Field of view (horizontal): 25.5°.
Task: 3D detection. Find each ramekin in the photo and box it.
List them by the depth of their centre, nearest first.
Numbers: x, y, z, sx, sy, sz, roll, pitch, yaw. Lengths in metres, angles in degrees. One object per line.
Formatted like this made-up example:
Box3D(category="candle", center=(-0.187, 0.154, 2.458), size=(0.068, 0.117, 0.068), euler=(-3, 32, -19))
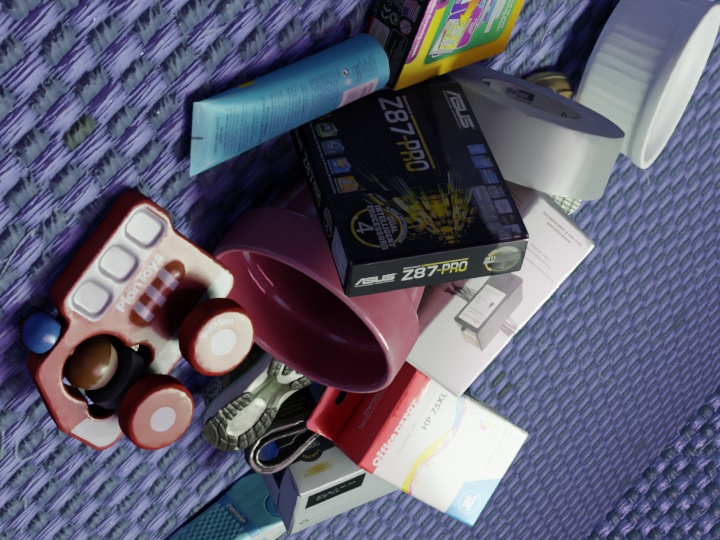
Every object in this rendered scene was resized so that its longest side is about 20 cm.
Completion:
Box3D(category="ramekin", center=(0.323, -0.227, 1.808), size=(0.201, 0.097, 0.201), euler=(-54, 162, -26))

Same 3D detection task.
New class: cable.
Box3D(category="cable", center=(-0.033, 0.137, 1.635), size=(0.200, 0.050, 0.097), euler=(-45, 121, -1))

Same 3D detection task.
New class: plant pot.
Box3D(category="plant pot", center=(-0.014, -0.018, 1.473), size=(0.180, 0.199, 0.201), euler=(-56, 162, -28))

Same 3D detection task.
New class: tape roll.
Box3D(category="tape roll", center=(0.154, -0.138, 1.547), size=(0.200, 0.199, 0.067), euler=(-7, 121, -58))

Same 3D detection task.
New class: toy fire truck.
Box3D(category="toy fire truck", center=(-0.200, 0.047, 1.343), size=(0.200, 0.112, 0.168), euler=(-51, 133, 0))

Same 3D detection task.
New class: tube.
Box3D(category="tube", center=(-0.063, -0.145, 1.356), size=(0.199, 0.050, 0.078), euler=(-28, 139, -33))

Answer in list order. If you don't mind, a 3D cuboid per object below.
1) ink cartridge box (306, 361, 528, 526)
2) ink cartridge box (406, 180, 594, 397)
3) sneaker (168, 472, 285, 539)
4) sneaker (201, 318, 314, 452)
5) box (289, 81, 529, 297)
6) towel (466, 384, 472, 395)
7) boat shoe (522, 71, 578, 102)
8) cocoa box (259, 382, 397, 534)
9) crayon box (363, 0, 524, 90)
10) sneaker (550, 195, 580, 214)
Box3D(category="ink cartridge box", center=(0.057, 0.162, 1.612), size=(0.199, 0.067, 0.117), euler=(31, 92, -29))
Box3D(category="ink cartridge box", center=(0.114, 0.002, 1.551), size=(0.200, 0.084, 0.146), euler=(-49, -158, 9))
Box3D(category="sneaker", center=(-0.140, 0.317, 1.862), size=(0.199, 0.080, 0.131), euler=(-29, 148, -22))
Box3D(category="sneaker", center=(-0.092, 0.084, 1.596), size=(0.200, 0.089, 0.077), euler=(-42, 132, 3))
Box3D(category="box", center=(0.039, -0.074, 1.381), size=(0.160, 0.201, 0.049), euler=(-6, 140, -15))
Box3D(category="towel", center=(0.098, 0.062, 1.764), size=(0.024, 0.200, 0.146), euler=(5, 97, -15))
Box3D(category="boat shoe", center=(0.176, -0.159, 1.735), size=(0.199, 0.063, 0.074), euler=(-30, 149, -40))
Box3D(category="cocoa box", center=(-0.011, 0.173, 1.725), size=(0.198, 0.132, 0.134), euler=(-20, 157, -18))
Box3D(category="crayon box", center=(0.095, -0.275, 1.427), size=(0.172, 0.058, 0.201), euler=(-27, 148, -45))
Box3D(category="sneaker", center=(0.193, -0.062, 1.914), size=(0.099, 0.070, 0.201), euler=(-19, -153, 41))
